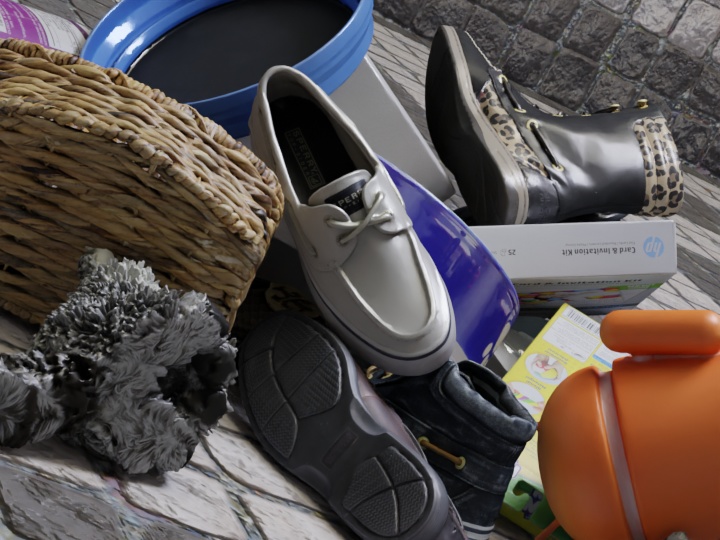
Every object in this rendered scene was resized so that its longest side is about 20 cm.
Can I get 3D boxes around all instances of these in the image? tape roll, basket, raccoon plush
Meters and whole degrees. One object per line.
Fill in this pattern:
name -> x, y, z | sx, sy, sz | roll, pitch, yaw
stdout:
tape roll -> -0.042, -0.100, 1.686 | 0.203, 0.139, 0.203 | 56, 2, -3
basket -> -0.143, -0.054, 1.341 | 0.199, 0.143, 0.149 | 26, 30, -3
raccoon plush -> -0.155, 0.029, 1.198 | 0.199, 0.097, 0.134 | 17, 8, -42

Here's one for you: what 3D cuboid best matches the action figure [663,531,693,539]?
action figure -> 0.216, 0.195, 1.311 | 0.199, 0.102, 0.119 | 30, -3, 8

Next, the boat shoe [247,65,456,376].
boat shoe -> -0.006, -0.033, 1.356 | 0.066, 0.072, 0.201 | 85, -19, -64

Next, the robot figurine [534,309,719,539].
robot figurine -> 0.188, 0.099, 1.360 | 0.144, 0.198, 0.117 | 66, 14, -52

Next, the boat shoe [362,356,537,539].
boat shoe -> 0.027, 0.078, 1.393 | 0.071, 0.091, 0.200 | 17, 16, -45

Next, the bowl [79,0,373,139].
bowl -> -0.085, -0.149, 1.547 | 0.201, 0.200, 0.040 | 44, -22, 53

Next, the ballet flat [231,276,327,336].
ballet flat -> -0.099, -0.001, 1.479 | 0.199, 0.047, 0.067 | 25, 12, 34

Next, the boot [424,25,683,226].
boot -> 0.135, -0.102, 1.693 | 0.149, 0.074, 0.201 | -2, 40, -18

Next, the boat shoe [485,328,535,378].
boat shoe -> 0.108, 0.074, 1.607 | 0.199, 0.072, 0.069 | 30, 30, 10

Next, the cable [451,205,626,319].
cable -> 0.114, -0.017, 1.783 | 0.162, 0.200, 0.051 | 8, 61, -19

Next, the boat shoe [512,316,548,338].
boat shoe -> 0.140, 0.075, 1.723 | 0.199, 0.071, 0.091 | 4, -8, -30

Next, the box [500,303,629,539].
box -> 0.133, 0.109, 1.488 | 0.117, 0.049, 0.200 | 32, 35, 11

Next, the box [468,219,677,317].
box -> 0.129, 0.002, 1.658 | 0.155, 0.042, 0.200 | -2, -10, -4

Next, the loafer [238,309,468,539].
loafer -> -0.005, 0.100, 1.324 | 0.063, 0.072, 0.200 | 44, 3, -45

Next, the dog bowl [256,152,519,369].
dog bowl -> 0.000, 0.000, 1.488 | 0.200, 0.079, 0.200 | 35, -16, 12

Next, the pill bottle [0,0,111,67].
pill bottle -> -0.237, -0.123, 1.586 | 0.112, 0.113, 0.199 | 37, 14, 37
